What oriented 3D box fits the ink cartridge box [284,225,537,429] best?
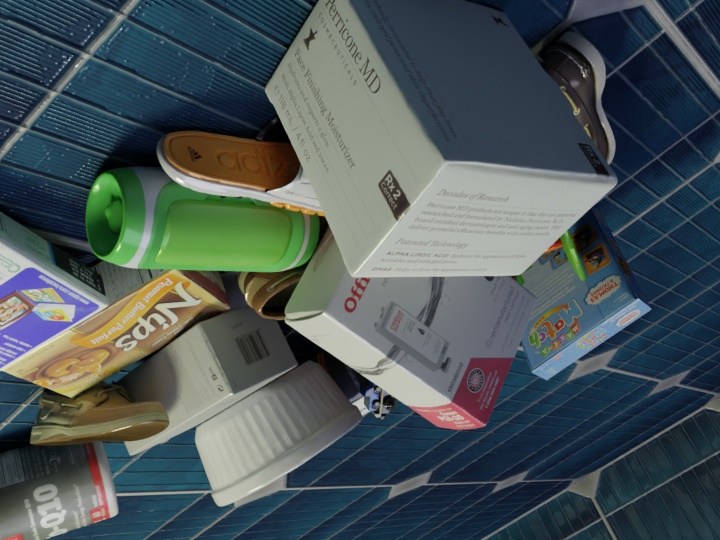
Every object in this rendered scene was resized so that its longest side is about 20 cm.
[{"bbox_3d":[0.050,0.036,0.849,0.200,0.147,0.083,36,157,-22],"label":"ink cartridge box"}]

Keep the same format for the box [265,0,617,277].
[{"bbox_3d":[0.061,-0.110,0.723,0.199,0.200,0.131,0,143,-40],"label":"box"}]

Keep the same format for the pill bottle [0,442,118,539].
[{"bbox_3d":[-0.402,0.270,1.086,0.199,0.114,0.114,-15,151,-21],"label":"pill bottle"}]

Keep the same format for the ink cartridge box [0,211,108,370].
[{"bbox_3d":[-0.354,0.027,0.763,0.199,0.044,0.198,-31,146,9],"label":"ink cartridge box"}]

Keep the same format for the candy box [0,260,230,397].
[{"bbox_3d":[-0.243,0.046,0.893,0.199,0.056,0.115,-30,153,7],"label":"candy box"}]

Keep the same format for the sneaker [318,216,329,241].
[{"bbox_3d":[0.000,0.000,0.998,0.070,0.076,0.200,-23,152,-5],"label":"sneaker"}]

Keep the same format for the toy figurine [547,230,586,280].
[{"bbox_3d":[0.137,-0.028,0.998,0.183,0.151,0.200,-22,176,12],"label":"toy figurine"}]

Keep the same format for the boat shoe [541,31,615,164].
[{"bbox_3d":[0.210,-0.150,0.908,0.060,0.072,0.200,-44,149,-8],"label":"boat shoe"}]

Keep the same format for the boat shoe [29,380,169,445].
[{"bbox_3d":[-0.279,0.148,0.958,0.199,0.065,0.072,-13,161,38],"label":"boat shoe"}]

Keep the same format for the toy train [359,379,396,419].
[{"bbox_3d":[0.026,0.091,1.116,0.045,0.034,0.202,-2,107,-19],"label":"toy train"}]

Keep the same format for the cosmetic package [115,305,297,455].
[{"bbox_3d":[-0.177,0.119,0.982,0.199,0.085,0.107,-31,173,37],"label":"cosmetic package"}]

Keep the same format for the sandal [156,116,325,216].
[{"bbox_3d":[-0.068,-0.096,0.770,0.206,0.080,0.059,1,146,-38],"label":"sandal"}]

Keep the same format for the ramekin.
[{"bbox_3d":[-0.105,0.186,1.076,0.202,0.095,0.202,-31,177,-2],"label":"ramekin"}]

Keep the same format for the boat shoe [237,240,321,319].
[{"bbox_3d":[-0.020,0.007,0.909,0.199,0.074,0.076,-16,129,-9],"label":"boat shoe"}]

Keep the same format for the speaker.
[{"bbox_3d":[-0.135,-0.043,0.801,0.199,0.089,0.088,2,142,-42],"label":"speaker"}]

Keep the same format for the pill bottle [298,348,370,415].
[{"bbox_3d":[-0.062,0.173,1.217,0.199,0.107,0.106,-32,152,12],"label":"pill bottle"}]

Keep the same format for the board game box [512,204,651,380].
[{"bbox_3d":[0.241,0.008,1.084,0.036,0.201,0.151,30,123,-36],"label":"board game box"}]
